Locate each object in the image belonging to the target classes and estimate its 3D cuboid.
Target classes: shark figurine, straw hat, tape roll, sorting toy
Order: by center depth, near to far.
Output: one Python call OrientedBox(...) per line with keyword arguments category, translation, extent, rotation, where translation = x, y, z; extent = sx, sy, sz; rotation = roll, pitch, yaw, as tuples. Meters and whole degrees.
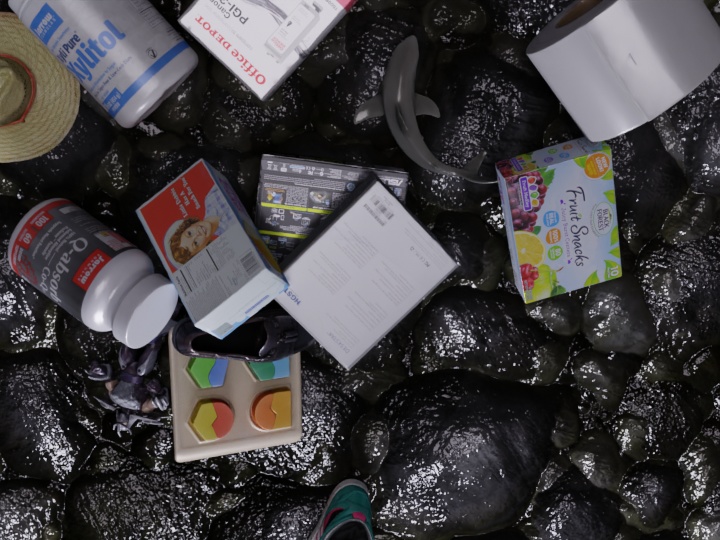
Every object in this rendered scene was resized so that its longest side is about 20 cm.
OrientedBox(category="tape roll", translation=(0.322, -0.275, 1.095), extent=(0.202, 0.203, 0.139), rotation=(-38, 103, 6))
OrientedBox(category="straw hat", translation=(-0.459, -0.222, 1.116), extent=(0.199, 0.085, 0.203), rotation=(-1, 103, -3))
OrientedBox(category="shark figurine", translation=(0.076, -0.178, 1.162), extent=(0.128, 0.090, 0.215), rotation=(-33, 102, 6))
OrientedBox(category="sorting toy", translation=(-0.166, 0.161, 1.225), extent=(0.184, 0.036, 0.202), rotation=(-6, 106, -24))

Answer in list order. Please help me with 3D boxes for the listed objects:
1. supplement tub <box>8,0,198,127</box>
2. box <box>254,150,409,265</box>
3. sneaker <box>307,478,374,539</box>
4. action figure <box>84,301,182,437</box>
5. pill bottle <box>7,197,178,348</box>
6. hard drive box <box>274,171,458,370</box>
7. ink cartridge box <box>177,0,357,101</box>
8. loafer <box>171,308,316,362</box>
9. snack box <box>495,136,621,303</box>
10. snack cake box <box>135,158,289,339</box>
OrientedBox(category="supplement tub", translation=(-0.308, -0.287, 1.087), extent=(0.132, 0.132, 0.200), rotation=(-43, 103, 7))
OrientedBox(category="box", translation=(-0.043, -0.068, 1.202), extent=(0.198, 0.044, 0.162), rotation=(6, 104, -5))
OrientedBox(category="sneaker", translation=(-0.033, 0.413, 1.281), extent=(0.083, 0.121, 0.201), rotation=(17, 102, -8))
OrientedBox(category="action figure", translation=(-0.308, 0.129, 1.216), extent=(0.129, 0.069, 0.202), rotation=(14, 95, 12))
OrientedBox(category="pill bottle", translation=(-0.334, 0.004, 1.129), extent=(0.199, 0.116, 0.116), rotation=(32, 101, 16))
OrientedBox(category="hard drive box", translation=(0.000, 0.000, 1.159), extent=(0.200, 0.077, 0.156), rotation=(-43, 103, 7))
OrientedBox(category="ink cartridge box", translation=(-0.107, -0.331, 1.113), extent=(0.146, 0.083, 0.200), rotation=(42, 98, -12))
OrientedBox(category="loafer", translation=(-0.143, 0.091, 1.172), extent=(0.198, 0.063, 0.073), rotation=(-1, 97, -24))
OrientedBox(category="snack box", translation=(0.266, -0.066, 1.190), extent=(0.141, 0.053, 0.201), rotation=(-17, 123, 0))
OrientedBox(category="snack cake box", translation=(-0.189, -0.029, 1.132), extent=(0.115, 0.067, 0.201), rotation=(-37, 61, 7))
